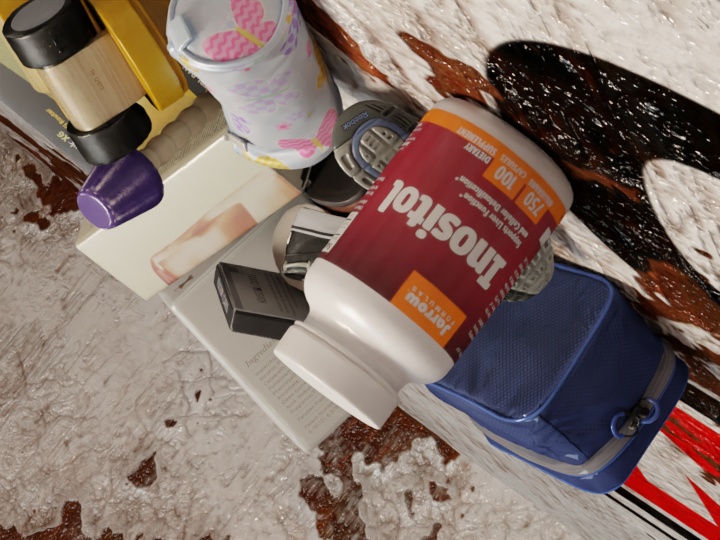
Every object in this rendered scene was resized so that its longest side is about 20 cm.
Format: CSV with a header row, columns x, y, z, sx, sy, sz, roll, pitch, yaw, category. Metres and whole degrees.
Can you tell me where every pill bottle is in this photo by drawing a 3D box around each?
x,y,z,sx,sy,sz,roll,pitch,yaw,category
0.038,-0.002,1.113,0.113,0.200,0.113,36,173,5,pill bottle

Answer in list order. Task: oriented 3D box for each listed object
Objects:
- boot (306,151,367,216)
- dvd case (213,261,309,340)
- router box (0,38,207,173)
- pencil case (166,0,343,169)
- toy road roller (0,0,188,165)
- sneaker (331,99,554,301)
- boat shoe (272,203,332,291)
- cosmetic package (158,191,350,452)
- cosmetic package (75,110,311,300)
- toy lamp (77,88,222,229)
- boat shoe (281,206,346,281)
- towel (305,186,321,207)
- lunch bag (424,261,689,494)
x,y,z,sx,sy,sz,roll,pitch,yaw,category
0.041,-0.030,1.450,0.200,0.069,0.188,38,172,-16,boot
-0.020,0.039,1.471,0.200,0.025,0.150,10,-167,-12,dvd case
-0.226,-0.186,1.394,0.200,0.157,0.052,40,-152,-27,router box
-0.071,-0.140,1.208,0.200,0.091,0.083,62,-162,-70,pencil case
-0.181,-0.180,1.266,0.123,0.146,0.200,61,172,-34,toy road roller
0.062,-0.057,1.246,0.200,0.075,0.087,43,-173,-14,sneaker
0.000,0.000,1.463,0.068,0.072,0.200,24,179,-41,boat shoe
-0.073,0.034,1.667,0.200,0.166,0.167,49,176,-18,cosmetic package
-0.136,-0.073,1.461,0.200,0.103,0.087,-31,120,34,cosmetic package
-0.135,-0.102,1.297,0.058,0.200,0.058,28,143,24,toy lamp
0.005,0.000,1.338,0.199,0.068,0.074,17,172,46,boat shoe
0.008,-0.024,1.655,0.191,0.032,0.200,48,176,18,towel
0.154,0.080,1.334,0.132,0.136,0.200,42,170,-34,lunch bag
